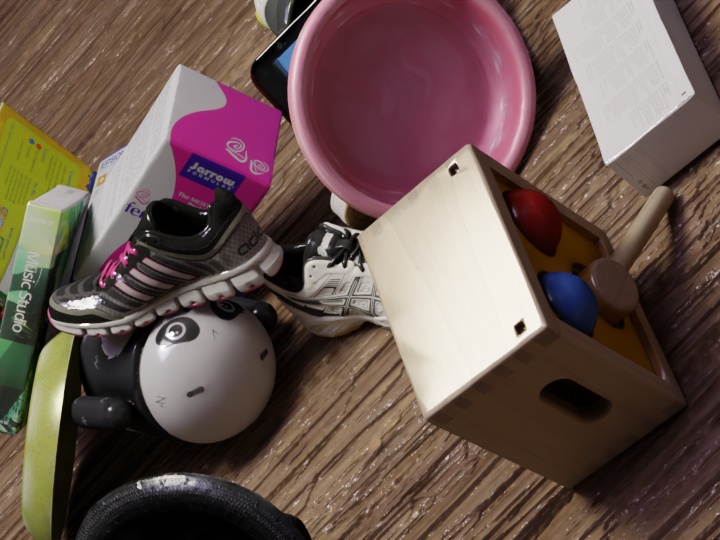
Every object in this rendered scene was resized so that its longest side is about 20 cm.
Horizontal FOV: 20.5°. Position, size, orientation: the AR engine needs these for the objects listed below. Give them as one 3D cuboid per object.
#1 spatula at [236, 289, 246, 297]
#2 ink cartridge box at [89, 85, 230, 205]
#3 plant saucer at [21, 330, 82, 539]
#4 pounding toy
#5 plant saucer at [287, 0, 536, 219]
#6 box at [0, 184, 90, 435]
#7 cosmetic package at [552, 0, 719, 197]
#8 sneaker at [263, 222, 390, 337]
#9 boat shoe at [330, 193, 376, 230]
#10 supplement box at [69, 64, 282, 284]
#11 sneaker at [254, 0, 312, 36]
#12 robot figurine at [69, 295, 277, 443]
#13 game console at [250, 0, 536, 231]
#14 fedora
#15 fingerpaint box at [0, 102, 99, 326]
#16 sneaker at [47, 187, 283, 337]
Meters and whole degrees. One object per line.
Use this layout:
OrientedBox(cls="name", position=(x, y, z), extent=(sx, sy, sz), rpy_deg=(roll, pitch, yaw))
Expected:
OrientedBox(cls="spatula", position=(-0.154, 0.055, 1.768), extent=(0.200, 0.021, 0.057), rpy_deg=(-44, 33, 17))
OrientedBox(cls="ink cartridge box", position=(-0.197, -0.061, 1.925), extent=(0.196, 0.043, 0.200), rpy_deg=(-26, 38, 36))
OrientedBox(cls="plant saucer", position=(-0.264, 0.141, 1.703), extent=(0.200, 0.031, 0.200), rpy_deg=(-173, 90, -87))
OrientedBox(cls="pounding toy", position=(0.127, 0.017, 1.289), extent=(0.142, 0.200, 0.184), rpy_deg=(-39, 48, 23))
OrientedBox(cls="plant saucer", position=(0.036, -0.134, 1.533), extent=(0.201, 0.200, 0.051), rpy_deg=(-60, 16, -12))
OrientedBox(cls="box", position=(-0.281, 0.031, 1.737), extent=(0.144, 0.036, 0.200), rpy_deg=(-78, 0, -81))
OrientedBox(cls="cosmetic package", position=(0.203, -0.146, 1.453), extent=(0.083, 0.051, 0.200), rpy_deg=(-41, 33, 23))
OrientedBox(cls="sneaker", position=(0.000, 0.000, 1.548), extent=(0.200, 0.088, 0.076), rpy_deg=(-18, 43, 43))
OrientedBox(cls="boat shoe", position=(0.012, -0.131, 1.600), extent=(0.069, 0.071, 0.200), rpy_deg=(16, 80, 29))
OrientedBox(cls="supplement box", position=(-0.158, -0.062, 1.700), extent=(0.200, 0.101, 0.103), rpy_deg=(-53, 21, 38))
OrientedBox(cls="sneaker", position=(-0.019, -0.296, 1.905), extent=(0.200, 0.074, 0.085), rpy_deg=(-53, 35, 18))
OrientedBox(cls="robot figurine", position=(-0.156, 0.076, 1.644), extent=(0.200, 0.125, 0.150), rpy_deg=(4, 72, 56))
OrientedBox(cls="game console", position=(0.022, -0.160, 1.649), extent=(0.200, 0.119, 0.172), rpy_deg=(-44, 31, 17))
OrientedBox(cls="fedora", position=(-0.106, 0.217, 1.437), extent=(0.201, 0.201, 0.092), rpy_deg=(-36, 2, 27))
OrientedBox(cls="fingerpaint box", position=(-0.337, -0.035, 1.966), extent=(0.073, 0.167, 0.200), rpy_deg=(-25, 41, 36))
OrientedBox(cls="sneaker", position=(-0.164, -0.011, 1.569), extent=(0.200, 0.088, 0.074), rpy_deg=(-17, 23, 18))
